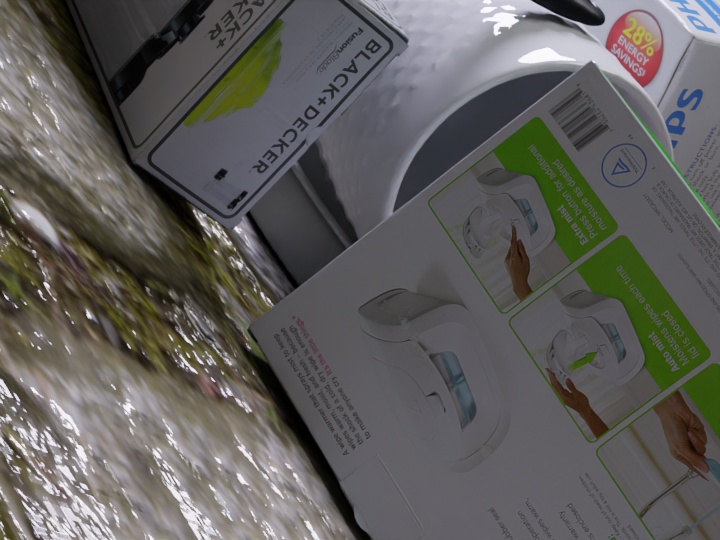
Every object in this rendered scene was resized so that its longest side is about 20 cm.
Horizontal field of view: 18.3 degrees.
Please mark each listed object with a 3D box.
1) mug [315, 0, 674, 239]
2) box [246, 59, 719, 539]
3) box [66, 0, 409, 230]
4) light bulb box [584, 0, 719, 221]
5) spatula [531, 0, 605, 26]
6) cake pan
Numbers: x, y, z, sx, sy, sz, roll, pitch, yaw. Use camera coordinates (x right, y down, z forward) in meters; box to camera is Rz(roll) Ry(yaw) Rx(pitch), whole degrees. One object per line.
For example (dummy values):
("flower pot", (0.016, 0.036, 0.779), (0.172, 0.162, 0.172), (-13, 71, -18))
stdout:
("mug", (0.051, -0.052, 1.098), (0.176, 0.147, 0.201), (-123, -158, -52))
("box", (0.084, 0.056, 0.855), (0.200, 0.176, 0.097), (56, 9, 28))
("box", (-0.064, -0.122, 0.997), (0.060, 0.117, 0.200), (36, 17, -35))
("light bulb box", (0.169, -0.117, 1.240), (0.199, 0.125, 0.198), (4, 34, -39))
("spatula", (0.028, -0.144, 0.988), (0.199, 0.021, 0.057), (16, 25, -26))
("cake pan", (0.000, 0.000, 1.149), (0.201, 0.037, 0.200), (51, 7, -9))
